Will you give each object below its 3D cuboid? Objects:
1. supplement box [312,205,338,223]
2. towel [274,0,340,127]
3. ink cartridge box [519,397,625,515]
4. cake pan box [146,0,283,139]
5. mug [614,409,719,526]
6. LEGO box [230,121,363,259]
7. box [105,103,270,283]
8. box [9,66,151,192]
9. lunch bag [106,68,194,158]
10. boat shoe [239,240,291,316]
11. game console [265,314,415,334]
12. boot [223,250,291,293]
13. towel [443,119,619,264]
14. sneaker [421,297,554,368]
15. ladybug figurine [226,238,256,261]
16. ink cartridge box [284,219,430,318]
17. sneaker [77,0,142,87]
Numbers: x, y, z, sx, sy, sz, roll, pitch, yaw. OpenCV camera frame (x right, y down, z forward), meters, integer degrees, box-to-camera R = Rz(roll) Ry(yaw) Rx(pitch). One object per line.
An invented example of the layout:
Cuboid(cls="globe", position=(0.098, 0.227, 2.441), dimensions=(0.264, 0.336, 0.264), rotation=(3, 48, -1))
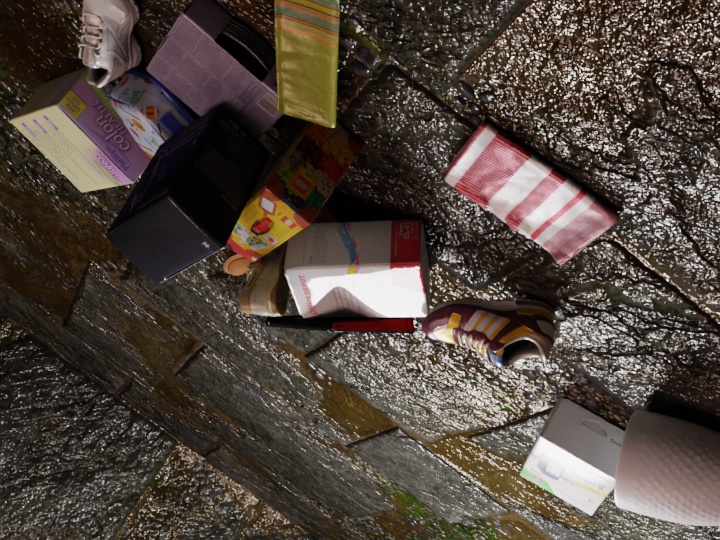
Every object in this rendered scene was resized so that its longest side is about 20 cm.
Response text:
Cuboid(cls="supplement box", position=(-0.041, -0.019, 1.641), dimensions=(0.068, 0.067, 0.200), rotation=(-2, 138, 50))
Cuboid(cls="towel", position=(-0.066, -0.261, 1.254), dimensions=(0.085, 0.018, 0.201), rotation=(20, 140, 15))
Cuboid(cls="ink cartridge box", position=(0.361, 0.312, 1.726), dimensions=(0.144, 0.088, 0.201), rotation=(28, 152, 12))
Cuboid(cls="cake pan box", position=(-0.185, -0.264, 1.403), dimensions=(0.184, 0.053, 0.200), rotation=(38, 154, -13))
Cuboid(cls="mug", position=(0.483, 0.296, 1.518), dimensions=(0.174, 0.149, 0.200), rotation=(11, 177, 26))
Cuboid(cls="LEGO box", position=(-0.099, -0.116, 1.445), dimensions=(0.077, 0.150, 0.200), rotation=(39, 154, -12))
Cuboid(cls="box", position=(-0.231, -0.104, 1.403), dimensions=(0.147, 0.201, 0.104), rotation=(-25, 121, 37))
Cuboid(cls="box", position=(-0.455, -0.231, 1.720), dimensions=(0.199, 0.097, 0.176), rotation=(-1, 138, 51))
Cuboid(cls="lunch bag", position=(-0.285, -0.206, 1.557), dimensions=(0.160, 0.076, 0.200), rotation=(25, 158, 53))
Cuboid(cls="boat shoe", position=(-0.136, 0.007, 1.521), dimensions=(0.066, 0.200, 0.075), rotation=(-5, 109, 6))
Cuboid(cls="game console", position=(-0.030, 0.087, 1.640), dimensions=(0.176, 0.031, 0.199), rotation=(-2, -179, -37))
Cuboid(cls="boot", position=(-0.149, 0.000, 1.782), dimensions=(0.154, 0.074, 0.200), rotation=(40, 151, -3))
Cuboid(cls="towel", position=(0.206, -0.092, 1.279), dimensions=(0.199, 0.023, 0.144), rotation=(35, 154, -1))
Cuboid(cls="sneaker", position=(0.179, 0.094, 1.490), dimensions=(0.198, 0.091, 0.075), rotation=(-6, 142, 22))
Cuboid(cls="ladybug figurine", position=(-0.191, -0.086, 1.651), dimensions=(0.199, 0.072, 0.136), rotation=(38, 129, 4))
Cuboid(cls="ink cartridge box", position=(0.000, 0.000, 1.522), dimensions=(0.198, 0.086, 0.148), rotation=(0, 147, 9))
Cuboid(cls="sneaker", position=(-0.356, -0.331, 1.444), dimensions=(0.074, 0.087, 0.201), rotation=(29, 153, 13))
